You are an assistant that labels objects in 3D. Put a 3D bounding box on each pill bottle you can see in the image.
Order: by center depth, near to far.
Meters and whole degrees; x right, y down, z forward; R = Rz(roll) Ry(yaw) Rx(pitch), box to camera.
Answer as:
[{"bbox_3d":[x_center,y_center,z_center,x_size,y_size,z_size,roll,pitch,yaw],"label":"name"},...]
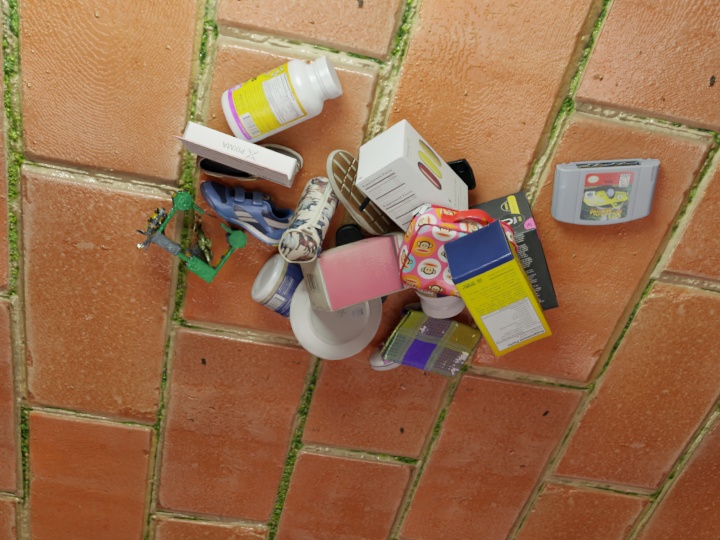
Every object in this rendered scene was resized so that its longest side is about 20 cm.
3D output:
[{"bbox_3d":[-0.137,-0.306,1.386,0.200,0.104,0.104,-21,123,12],"label":"pill bottle"},{"bbox_3d":[0.158,-0.008,1.594,0.115,0.116,0.200,-9,124,5],"label":"pill bottle"},{"bbox_3d":[-0.117,0.057,1.635,0.200,0.111,0.111,31,119,-21],"label":"pill bottle"}]

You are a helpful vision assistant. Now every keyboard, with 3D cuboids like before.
[{"bbox_3d":[0.118,-0.186,1.522,0.200,0.040,0.104,-11,133,15],"label":"keyboard"}]

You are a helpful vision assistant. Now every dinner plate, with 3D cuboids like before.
[{"bbox_3d":[-0.045,0.085,1.594,0.200,0.024,0.201,-3,97,-22],"label":"dinner plate"}]

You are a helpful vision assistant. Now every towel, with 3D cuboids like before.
[{"bbox_3d":[0.157,0.161,1.697,0.200,0.023,0.144,20,116,-26],"label":"towel"}]

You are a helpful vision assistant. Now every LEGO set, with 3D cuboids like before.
[{"bbox_3d":[-0.334,-0.072,1.563,0.200,0.116,0.154,28,90,-24],"label":"LEGO set"}]

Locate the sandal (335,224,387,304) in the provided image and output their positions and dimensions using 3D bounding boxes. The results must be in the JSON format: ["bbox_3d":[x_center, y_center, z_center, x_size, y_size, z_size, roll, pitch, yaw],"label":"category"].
[{"bbox_3d":[0.005,-0.009,1.640,0.075,0.045,0.200,-19,109,5],"label":"sandal"}]

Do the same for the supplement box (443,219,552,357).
[{"bbox_3d":[0.238,0.033,1.358,0.109,0.110,0.200,-24,122,14],"label":"supplement box"}]

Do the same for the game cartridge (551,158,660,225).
[{"bbox_3d":[0.483,-0.154,1.552,0.200,0.041,0.133,-3,129,1],"label":"game cartridge"}]

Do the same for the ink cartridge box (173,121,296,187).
[{"bbox_3d":[-0.211,-0.205,1.360,0.200,0.176,0.045,19,88,-4],"label":"ink cartridge box"}]

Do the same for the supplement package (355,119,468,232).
[{"bbox_3d":[0.098,-0.157,1.443,0.109,0.114,0.200,-28,128,31],"label":"supplement package"}]

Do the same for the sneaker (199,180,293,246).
[{"bbox_3d":[-0.219,-0.129,1.529,0.200,0.074,0.082,30,118,-29],"label":"sneaker"}]

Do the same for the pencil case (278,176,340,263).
[{"bbox_3d":[-0.090,-0.100,1.481,0.078,0.200,0.089,38,128,-17],"label":"pencil case"}]

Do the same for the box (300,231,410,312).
[{"bbox_3d":[0.000,0.000,1.524,0.200,0.128,0.109,-17,97,-21],"label":"box"}]

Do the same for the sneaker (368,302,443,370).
[{"bbox_3d":[0.088,0.134,1.716,0.200,0.073,0.114,-32,128,6],"label":"sneaker"}]

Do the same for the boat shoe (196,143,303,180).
[{"bbox_3d":[-0.210,-0.202,1.482,0.200,0.060,0.072,7,124,-6],"label":"boat shoe"}]

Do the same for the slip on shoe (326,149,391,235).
[{"bbox_3d":[-0.013,-0.150,1.521,0.076,0.061,0.200,-51,125,-16],"label":"slip on shoe"}]

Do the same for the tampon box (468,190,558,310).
[{"bbox_3d":[0.301,-0.028,1.563,0.126,0.150,0.200,-16,124,11],"label":"tampon box"}]

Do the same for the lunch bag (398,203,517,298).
[{"bbox_3d":[0.177,-0.039,1.415,0.200,0.082,0.176,13,128,-10],"label":"lunch bag"}]
